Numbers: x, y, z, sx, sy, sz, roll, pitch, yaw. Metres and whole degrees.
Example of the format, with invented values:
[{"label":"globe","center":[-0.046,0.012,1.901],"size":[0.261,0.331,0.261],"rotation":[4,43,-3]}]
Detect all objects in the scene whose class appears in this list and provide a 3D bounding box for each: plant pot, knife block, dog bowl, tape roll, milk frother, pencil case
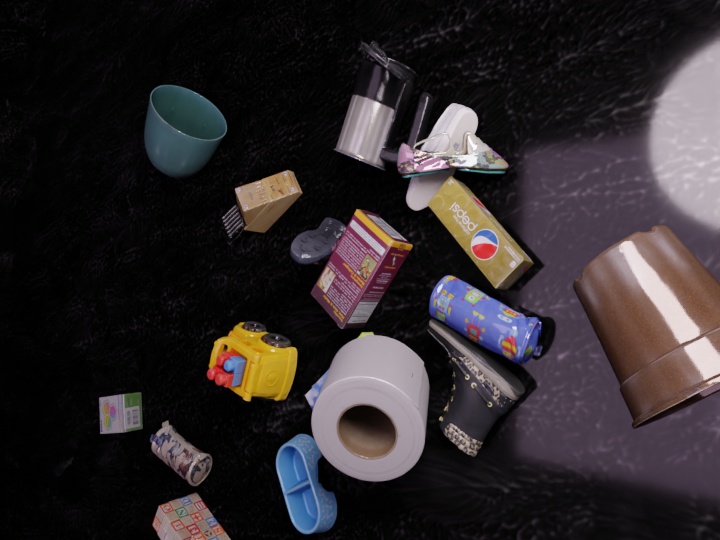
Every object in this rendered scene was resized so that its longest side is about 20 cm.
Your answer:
[{"label":"plant pot","center":[-0.465,-0.343,1.359],"size":[0.162,0.196,0.204],"rotation":[-50,60,35]},{"label":"knife block","center":[-0.237,-0.136,1.258],"size":[0.194,0.177,0.065],"rotation":[-23,69,-15]},{"label":"dog bowl","center":[-0.121,0.459,1.125],"size":[0.110,0.049,0.206],"rotation":[-33,67,30]},{"label":"plant pot","center":[0.396,0.066,0.690],"size":[0.199,0.197,0.203],"rotation":[-38,59,27]},{"label":"tape roll","center":[0.022,0.239,0.926],"size":[0.194,0.140,0.211],"rotation":[4,112,10]},{"label":"milk frother","center":[0.021,-0.300,0.977],"size":[0.178,0.196,0.195],"rotation":[28,103,40]},{"label":"pencil case","center":[-0.464,0.474,1.362],"size":[0.195,0.077,0.093],"rotation":[17,116,37]},{"label":"pencil case","center":[0.211,0.079,0.886],"size":[0.197,0.086,0.080],"rotation":[28,144,35]}]

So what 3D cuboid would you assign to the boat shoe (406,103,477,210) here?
[{"label":"boat shoe","center":[0.137,-0.212,0.973],"size":[0.069,0.070,0.205],"rotation":[50,121,48]}]

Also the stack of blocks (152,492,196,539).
[{"label":"stack of blocks","center":[-0.405,0.651,1.284],"size":[0.197,0.114,0.060],"rotation":[34,106,32]}]

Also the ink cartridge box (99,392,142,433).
[{"label":"ink cartridge box","center":[-0.734,0.429,1.579],"size":[0.195,0.058,0.108],"rotation":[-14,79,35]}]

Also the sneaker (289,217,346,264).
[{"label":"sneaker","center":[-0.087,-0.037,1.056],"size":[0.069,0.200,0.084],"rotation":[32,118,11]}]

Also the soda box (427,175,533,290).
[{"label":"soda box","center":[0.204,-0.066,0.910],"size":[0.068,0.063,0.202],"rotation":[-46,62,23]}]

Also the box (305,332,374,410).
[{"label":"box","center":[-0.017,0.238,1.063],"size":[0.201,0.047,0.123],"rotation":[-48,62,23]}]

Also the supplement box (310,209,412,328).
[{"label":"supplement box","center":[0.000,0.000,1.045],"size":[0.110,0.084,0.204],"rotation":[41,110,30]}]

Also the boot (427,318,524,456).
[{"label":"boot","center":[0.167,0.199,0.915],"size":[0.202,0.072,0.157],"rotation":[40,112,31]}]

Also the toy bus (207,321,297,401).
[{"label":"toy bus","center":[-0.267,0.203,1.168],"size":[0.196,0.189,0.141],"rotation":[22,100,36]}]

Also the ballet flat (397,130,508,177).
[{"label":"ballet flat","center":[0.158,-0.200,0.901],"size":[0.191,0.069,0.074],"rotation":[-2,106,3]}]
